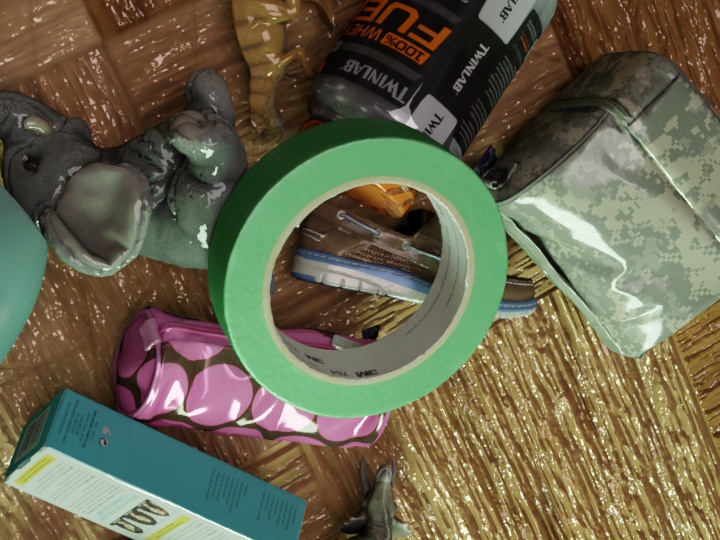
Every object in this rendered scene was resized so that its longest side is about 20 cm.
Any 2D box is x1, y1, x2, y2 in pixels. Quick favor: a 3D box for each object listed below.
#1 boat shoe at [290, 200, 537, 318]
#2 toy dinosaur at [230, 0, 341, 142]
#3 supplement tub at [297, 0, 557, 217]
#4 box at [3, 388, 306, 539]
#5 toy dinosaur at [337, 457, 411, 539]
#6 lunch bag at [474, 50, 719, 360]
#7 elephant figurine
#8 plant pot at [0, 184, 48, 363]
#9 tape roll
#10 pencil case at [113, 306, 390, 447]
[{"bbox_3d":[0.050,-0.010,0.989,0.199,0.072,0.073,11,92,-21],"label":"boat shoe"},{"bbox_3d":[-0.071,-0.192,0.926,0.106,0.060,0.201,-20,104,-15],"label":"toy dinosaur"},{"bbox_3d":[0.044,-0.146,0.935,0.122,0.122,0.200,36,80,-21],"label":"supplement tub"},{"bbox_3d":[-0.145,0.158,0.930,0.200,0.082,0.049,29,51,-22],"label":"box"},{"bbox_3d":[-0.021,0.245,0.992,0.077,0.102,0.200,43,91,-13],"label":"toy dinosaur"},{"bbox_3d":[0.203,-0.050,1.004,0.168,0.139,0.200,-46,109,-9],"label":"lunch bag"},{"bbox_3d":[-0.176,-0.054,0.886,0.199,0.156,0.142,-15,146,-7],"label":"elephant figurine"},{"bbox_3d":[-0.293,0.000,0.804,0.161,0.200,0.201,-47,110,-17],"label":"plant pot"},{"bbox_3d":[0.000,0.000,0.871,0.200,0.048,0.201,-8,114,-17],"label":"tape roll"},{"bbox_3d":[-0.075,0.075,0.945,0.199,0.094,0.091,7,58,-23],"label":"pencil case"}]
